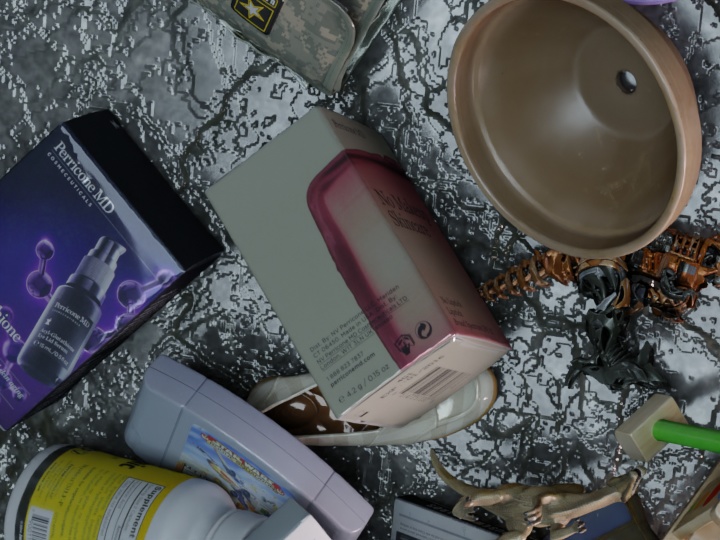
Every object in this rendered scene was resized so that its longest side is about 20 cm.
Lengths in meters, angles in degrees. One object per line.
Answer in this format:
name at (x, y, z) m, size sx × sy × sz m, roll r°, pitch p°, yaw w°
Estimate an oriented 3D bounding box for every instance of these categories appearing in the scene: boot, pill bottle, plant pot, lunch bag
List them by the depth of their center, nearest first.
plant pot at (0.165, -0.117, 1.581) m, size 0.200 × 0.093 × 0.202 m, roll 21°, pitch 127°, yaw 31°
lunch bag at (-0.038, -0.243, 1.614) m, size 0.164 × 0.118 × 0.201 m, roll 35°, pitch 111°, yaw 5°
boot at (0.152, 0.247, 1.690) m, size 0.199 × 0.075 × 0.098 m, roll -29°, pitch 66°, yaw 27°
pill bottle at (-0.160, 0.204, 1.690) m, size 0.199 × 0.111 × 0.112 m, roll 12°, pitch 102°, yaw 29°

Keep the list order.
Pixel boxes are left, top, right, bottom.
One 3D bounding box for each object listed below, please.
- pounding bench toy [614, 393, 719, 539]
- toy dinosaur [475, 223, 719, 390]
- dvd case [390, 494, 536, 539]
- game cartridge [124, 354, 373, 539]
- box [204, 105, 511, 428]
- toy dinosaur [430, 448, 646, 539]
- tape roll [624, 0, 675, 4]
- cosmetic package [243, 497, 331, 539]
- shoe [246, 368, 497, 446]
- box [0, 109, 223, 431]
pounding bench toy at (0.279, 0.152, 1.563) m, size 0.200 × 0.156 × 0.124 m, roll 40°, pitch 70°, yaw 4°
toy dinosaur at (0.189, 0.018, 1.633) m, size 0.199 × 0.102 × 0.137 m, roll -5°, pitch 83°, yaw 32°
dvd case at (0.074, 0.284, 1.683) m, size 0.150 × 0.025 × 0.202 m, roll 15°, pitch 103°, yaw 43°
game cartridge at (-0.087, 0.150, 1.690) m, size 0.199 × 0.133 × 0.042 m, roll 35°, pitch 64°, yaw 6°
box at (0.000, 0.000, 1.610) m, size 0.109 × 0.128 × 0.201 m, roll -36°, pitch 72°, yaw 15°
toy dinosaur at (0.114, 0.172, 1.628) m, size 0.199 × 0.101 × 0.059 m, roll -1°, pitch 108°, yaw 38°
tape roll at (0.203, -0.289, 1.577) m, size 0.199 × 0.066 × 0.202 m, roll 2°, pitch 101°, yaw 12°
cosmetic package at (-0.041, 0.288, 1.614) m, size 0.151 × 0.052 × 0.200 m, roll -40°, pitch 111°, yaw -8°
shoe at (0.005, 0.103, 1.692) m, size 0.198 × 0.053 × 0.070 m, roll -8°, pitch 97°, yaw 14°
box at (-0.230, -0.002, 1.702) m, size 0.200 × 0.104 × 0.148 m, roll -42°, pitch 88°, yaw 16°
